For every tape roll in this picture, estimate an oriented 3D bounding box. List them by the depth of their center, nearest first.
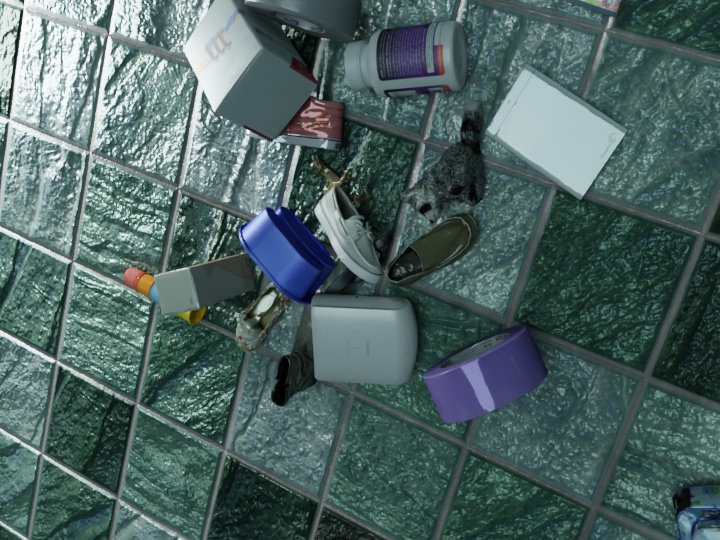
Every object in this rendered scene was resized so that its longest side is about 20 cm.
[{"bbox_3d":[0.208,0.173,1.223,0.197,0.199,0.086,-28,87,24],"label":"tape roll"},{"bbox_3d":[-0.097,-0.458,1.249,0.196,0.200,0.068,20,99,19],"label":"tape roll"}]

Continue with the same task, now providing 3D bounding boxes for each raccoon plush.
[{"bbox_3d":[0.148,-0.185,1.275,0.132,0.096,0.205,1,70,36],"label":"raccoon plush"}]

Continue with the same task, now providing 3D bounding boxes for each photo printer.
[{"bbox_3d":[0.009,0.128,1.347,0.195,0.070,0.171,3,112,8],"label":"photo printer"}]

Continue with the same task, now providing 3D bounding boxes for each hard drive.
[{"bbox_3d":[0.321,-0.230,1.204,0.199,0.027,0.133,37,111,13],"label":"hard drive"}]

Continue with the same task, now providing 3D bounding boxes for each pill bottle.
[{"bbox_3d":[0.077,-0.357,1.242,0.195,0.111,0.115,1,99,22],"label":"pill bottle"}]

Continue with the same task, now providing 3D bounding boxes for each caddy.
[{"bbox_3d":[-0.144,-0.027,1.375,0.105,0.141,0.201,-44,80,17],"label":"caddy"}]

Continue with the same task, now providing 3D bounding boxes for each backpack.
[{"bbox_3d":[0.604,0.439,1.127,0.195,0.147,0.188,-11,97,21],"label":"backpack"}]

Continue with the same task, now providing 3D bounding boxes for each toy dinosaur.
[{"bbox_3d":[-0.031,-0.127,1.367,0.100,0.058,0.205,-19,84,39],"label":"toy dinosaur"}]

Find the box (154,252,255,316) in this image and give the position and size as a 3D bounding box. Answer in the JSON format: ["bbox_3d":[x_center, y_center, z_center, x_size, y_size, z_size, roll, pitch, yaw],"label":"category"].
[{"bbox_3d":[-0.299,0.025,1.415,0.093,0.199,0.080,-11,94,24],"label":"box"}]

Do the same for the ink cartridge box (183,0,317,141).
[{"bbox_3d":[-0.201,-0.369,1.304,0.145,0.144,0.202,-45,53,22],"label":"ink cartridge box"}]

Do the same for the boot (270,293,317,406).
[{"bbox_3d":[-0.112,0.155,1.395,0.066,0.130,0.205,16,104,19],"label":"boot"}]

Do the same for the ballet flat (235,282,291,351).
[{"bbox_3d":[-0.204,0.089,1.461,0.075,0.064,0.201,41,112,11],"label":"ballet flat"}]

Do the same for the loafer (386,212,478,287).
[{"bbox_3d":[0.124,-0.029,1.297,0.199,0.069,0.076,-38,83,24],"label":"loafer"}]

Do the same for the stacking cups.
[{"bbox_3d":[-0.424,0.048,1.549,0.197,0.060,0.062,25,107,18],"label":"stacking cups"}]

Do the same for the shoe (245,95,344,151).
[{"bbox_3d":[-0.122,-0.283,1.366,0.195,0.071,0.093,10,98,18],"label":"shoe"}]

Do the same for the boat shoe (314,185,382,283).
[{"bbox_3d":[-0.011,-0.067,1.274,0.066,0.071,0.202,-51,49,27],"label":"boat shoe"}]

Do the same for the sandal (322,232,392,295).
[{"bbox_3d":[0.000,0.000,1.359,0.043,0.076,0.200,45,123,2],"label":"sandal"}]

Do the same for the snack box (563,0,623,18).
[{"bbox_3d":[0.360,-0.518,1.119,0.166,0.067,0.204,26,107,17],"label":"snack box"}]
